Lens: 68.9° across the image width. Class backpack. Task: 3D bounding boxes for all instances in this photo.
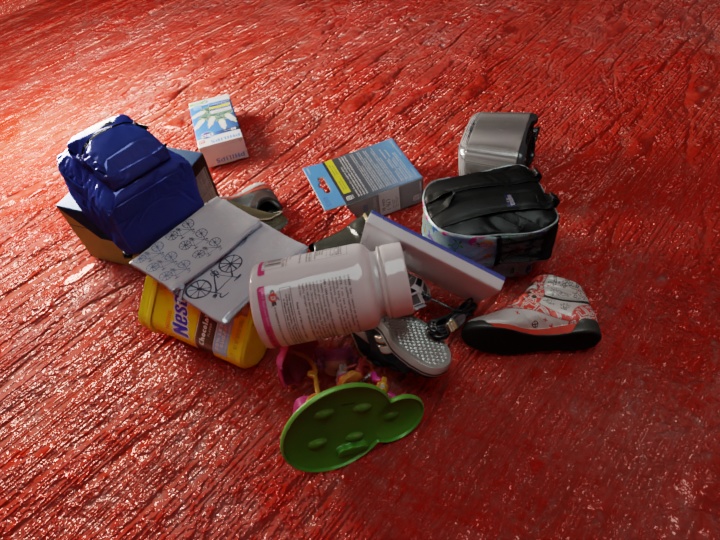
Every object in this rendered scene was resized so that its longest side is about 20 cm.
[{"bbox_3d":[0.198,-0.078,0.859,0.197,0.152,0.179,-5,45,-5],"label":"backpack"},{"bbox_3d":[-0.369,-0.155,0.827,0.199,0.169,0.162,31,52,32],"label":"backpack"}]

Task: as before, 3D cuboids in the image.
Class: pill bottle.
[{"bbox_3d":[-0.035,0.029,0.687,0.197,0.114,0.114,-11,48,3],"label":"pill bottle"}]

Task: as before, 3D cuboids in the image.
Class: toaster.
[{"bbox_3d":[0.267,-0.234,1.014,0.128,0.114,0.201,11,53,21],"label":"toaster"}]

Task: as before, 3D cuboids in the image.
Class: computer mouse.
[{"bbox_3d":[0.065,0.035,0.772,0.199,0.044,0.109,29,36,21],"label":"computer mouse"}]

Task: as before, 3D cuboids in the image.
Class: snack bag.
[{"bbox_3d":[-0.207,-0.021,0.779,0.199,0.022,0.189,29,54,23],"label":"snack bag"}]

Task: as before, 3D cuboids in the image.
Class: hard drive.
[{"bbox_3d":[0.095,-0.015,0.755,0.198,0.132,0.026,27,79,2],"label":"hard drive"}]

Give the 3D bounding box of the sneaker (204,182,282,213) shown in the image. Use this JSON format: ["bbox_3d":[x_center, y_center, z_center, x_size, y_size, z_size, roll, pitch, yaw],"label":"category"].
[{"bbox_3d":[-0.236,-0.097,0.997,0.199,0.077,0.082,-35,59,-20],"label":"sneaker"}]

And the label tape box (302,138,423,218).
[{"bbox_3d":[0.004,-0.169,1.028,0.198,0.064,0.145,-21,49,-10],"label":"label tape box"}]

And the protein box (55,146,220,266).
[{"bbox_3d":[-0.410,-0.125,1.003,0.196,0.136,0.201,12,52,18],"label":"protein box"}]

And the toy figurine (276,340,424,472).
[{"bbox_3d":[-0.037,0.148,0.727,0.197,0.152,0.185,-3,34,-24],"label":"toy figurine"}]

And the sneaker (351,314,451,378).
[{"bbox_3d":[0.052,0.106,0.760,0.078,0.080,0.200,-12,33,-32],"label":"sneaker"}]

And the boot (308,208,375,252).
[{"bbox_3d":[0.000,0.000,0.888,0.137,0.078,0.201,-26,46,1],"label":"boot"}]

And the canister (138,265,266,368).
[{"bbox_3d":[-0.234,0.051,0.821,0.198,0.086,0.150,18,97,20],"label":"canister"}]

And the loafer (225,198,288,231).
[{"bbox_3d":[-0.228,-0.092,0.936,0.197,0.071,0.075,-6,11,-12],"label":"loafer"}]

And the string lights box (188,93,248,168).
[{"bbox_3d":[-0.332,-0.327,1.223,0.102,0.059,0.201,-18,49,-9],"label":"string lights box"}]

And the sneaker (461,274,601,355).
[{"bbox_3d":[0.246,0.063,0.786,0.198,0.068,0.109,-1,47,3],"label":"sneaker"}]
